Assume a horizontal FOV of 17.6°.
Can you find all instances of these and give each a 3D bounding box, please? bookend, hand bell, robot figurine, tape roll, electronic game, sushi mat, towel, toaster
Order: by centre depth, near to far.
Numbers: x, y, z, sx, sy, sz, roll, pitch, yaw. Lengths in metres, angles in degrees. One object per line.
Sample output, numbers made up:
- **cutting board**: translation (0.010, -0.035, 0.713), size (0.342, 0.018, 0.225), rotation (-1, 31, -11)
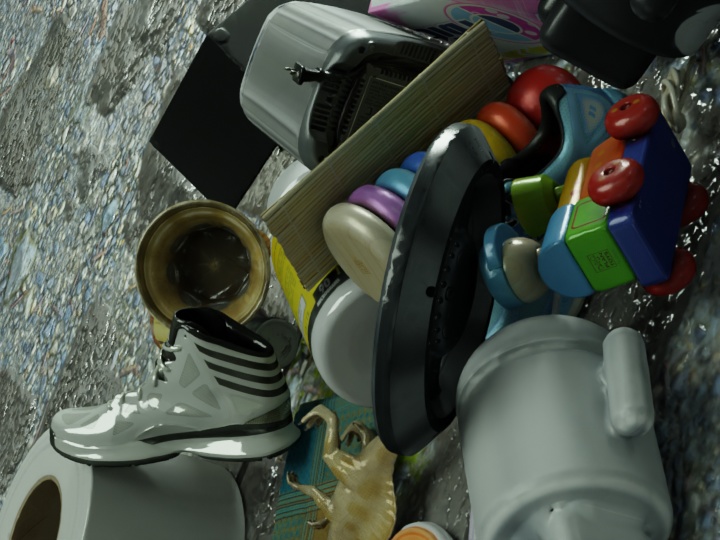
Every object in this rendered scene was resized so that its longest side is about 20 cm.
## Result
- **robot figurine**: translation (0.116, 0.107, 1.356), size (0.170, 0.113, 0.200), rotation (-49, 33, 36)
- **electronic game**: translation (0.045, 0.011, 1.380), size (0.200, 0.042, 0.200), rotation (12, -90, -74)
- **robot figurine**: translation (0.185, -0.213, 1.428), size (0.150, 0.125, 0.200), rotation (52, 122, 34)
- **sushi mat**: translation (0.022, -0.075, 1.544), size (0.200, 0.096, 0.012), rotation (-42, 54, -7)
- **toaster**: translation (0.004, -0.118, 1.620), size (0.129, 0.200, 0.114), rotation (34, 108, 55)
- **towel**: translation (-0.024, 0.185, 1.685), size (0.147, 0.022, 0.200), rotation (-20, 57, 58)
- **bookend**: translation (-0.049, -0.167, 1.840), size (0.199, 0.092, 0.200), rotation (-44, -3, -28)
- **hand bell**: translation (-0.102, -0.009, 1.840), size (0.200, 0.104, 0.104), rotation (-27, -39, -79)
- **tape roll**: translation (-0.200, 0.233, 1.859), size (0.203, 0.139, 0.203), rotation (-41, 38, 44)

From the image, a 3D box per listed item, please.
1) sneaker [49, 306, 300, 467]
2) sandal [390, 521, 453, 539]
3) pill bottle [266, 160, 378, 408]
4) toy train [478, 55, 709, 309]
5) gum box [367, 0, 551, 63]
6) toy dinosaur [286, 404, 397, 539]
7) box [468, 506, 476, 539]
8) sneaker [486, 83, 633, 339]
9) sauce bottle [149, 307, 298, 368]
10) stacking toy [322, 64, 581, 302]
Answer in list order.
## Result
- **sneaker**: translation (-0.146, 0.081, 1.746), size (0.076, 0.200, 0.116), rotation (-47, -49, -65)
- **sandal**: translation (0.031, 0.236, 1.495), size (0.079, 0.059, 0.207), rotation (-56, 29, 30)
- **pill bottle**: translation (0.000, 0.000, 1.657), size (0.114, 0.114, 0.200), rotation (-60, 28, 20)
- **toy train**: translation (0.143, -0.055, 1.411), size (0.116, 0.085, 0.200), rotation (-19, 29, 27)
- **gum box**: translation (0.101, -0.197, 1.595), size (0.200, 0.113, 0.066), rotation (-2, 70, 62)
- **toy dinosaur**: translation (0.001, 0.140, 1.602), size (0.101, 0.058, 0.200), rotation (54, 131, 41)
- **box**: translation (0.089, 0.206, 1.426), size (0.039, 0.041, 0.200), rotation (-32, 46, 52)
- **sneaker**: translation (0.107, -0.032, 1.496), size (0.200, 0.090, 0.078), rotation (-67, 26, 9)
- **sauce bottle**: translation (-0.108, 0.052, 1.893), size (0.200, 0.066, 0.066), rotation (12, 83, 62)
- **stacking toy**: translation (0.070, -0.066, 1.534), size (0.200, 0.085, 0.085), rotation (-43, 20, -18)
